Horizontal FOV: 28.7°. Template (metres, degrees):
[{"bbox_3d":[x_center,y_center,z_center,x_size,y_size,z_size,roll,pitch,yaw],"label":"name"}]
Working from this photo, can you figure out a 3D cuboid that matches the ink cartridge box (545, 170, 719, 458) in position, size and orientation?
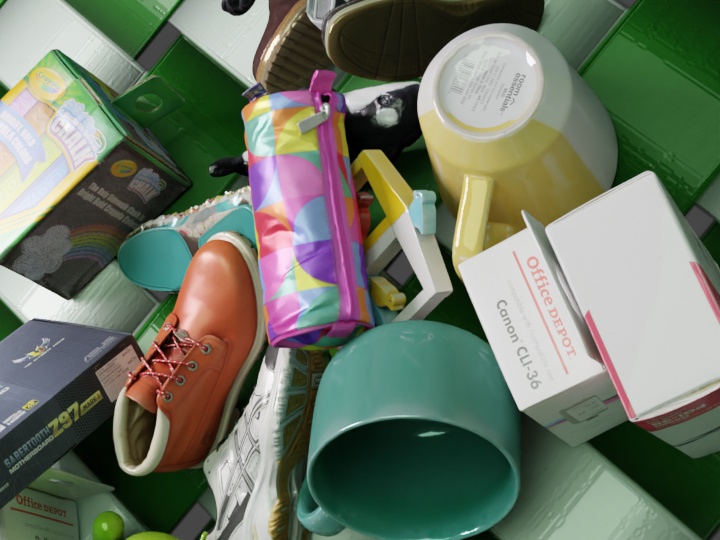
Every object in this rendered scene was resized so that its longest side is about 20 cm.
[{"bbox_3d":[0.213,0.039,0.955,0.082,0.200,0.147,-28,66,15],"label":"ink cartridge box"}]

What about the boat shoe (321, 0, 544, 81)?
[{"bbox_3d":[0.051,-0.202,1.123,0.200,0.072,0.066,-14,38,-26],"label":"boat shoe"}]

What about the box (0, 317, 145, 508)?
[{"bbox_3d":[-0.285,0.117,1.119,0.157,0.051,0.200,4,36,48],"label":"box"}]

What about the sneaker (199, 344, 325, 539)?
[{"bbox_3d":[-0.083,0.138,1.095,0.087,0.076,0.201,8,88,28],"label":"sneaker"}]

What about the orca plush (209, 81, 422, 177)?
[{"bbox_3d":[-0.032,-0.089,1.132,0.199,0.105,0.071,-8,57,20],"label":"orca plush"}]

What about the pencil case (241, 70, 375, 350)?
[{"bbox_3d":[-0.040,-0.041,1.048,0.088,0.088,0.201,-11,80,18],"label":"pencil case"}]

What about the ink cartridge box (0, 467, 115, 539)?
[{"bbox_3d":[-0.308,0.220,1.145,0.199,0.117,0.068,-16,67,16],"label":"ink cartridge box"}]

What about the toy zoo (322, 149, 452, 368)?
[{"bbox_3d":[0.000,0.000,1.088,0.200,0.020,0.132,-48,58,40],"label":"toy zoo"}]

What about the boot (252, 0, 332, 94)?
[{"bbox_3d":[-0.070,-0.261,1.238,0.166,0.072,0.201,31,88,38],"label":"boot"}]

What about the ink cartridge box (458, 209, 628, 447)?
[{"bbox_3d":[0.132,0.045,0.983,0.067,0.200,0.117,-27,66,11],"label":"ink cartridge box"}]

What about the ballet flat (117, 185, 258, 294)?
[{"bbox_3d":[-0.120,-0.025,1.168,0.199,0.064,0.076,-13,104,43],"label":"ballet flat"}]

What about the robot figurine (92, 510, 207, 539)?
[{"bbox_3d":[-0.193,0.277,1.082,0.199,0.116,0.176,-29,53,13],"label":"robot figurine"}]

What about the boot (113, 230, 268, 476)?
[{"bbox_3d":[-0.134,0.068,1.094,0.075,0.107,0.201,20,103,29],"label":"boot"}]

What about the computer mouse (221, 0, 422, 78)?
[{"bbox_3d":[-0.010,-0.219,1.156,0.110,0.199,0.044,-66,21,-7],"label":"computer mouse"}]

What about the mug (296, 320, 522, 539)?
[{"bbox_3d":[0.026,0.112,1.028,0.184,0.152,0.115,-8,44,15],"label":"mug"}]

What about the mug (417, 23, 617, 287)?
[{"bbox_3d":[0.117,-0.094,1.053,0.149,0.153,0.188,-22,69,10],"label":"mug"}]

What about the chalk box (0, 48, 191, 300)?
[{"bbox_3d":[-0.241,-0.097,1.211,0.200,0.124,0.124,-44,65,3],"label":"chalk box"}]
